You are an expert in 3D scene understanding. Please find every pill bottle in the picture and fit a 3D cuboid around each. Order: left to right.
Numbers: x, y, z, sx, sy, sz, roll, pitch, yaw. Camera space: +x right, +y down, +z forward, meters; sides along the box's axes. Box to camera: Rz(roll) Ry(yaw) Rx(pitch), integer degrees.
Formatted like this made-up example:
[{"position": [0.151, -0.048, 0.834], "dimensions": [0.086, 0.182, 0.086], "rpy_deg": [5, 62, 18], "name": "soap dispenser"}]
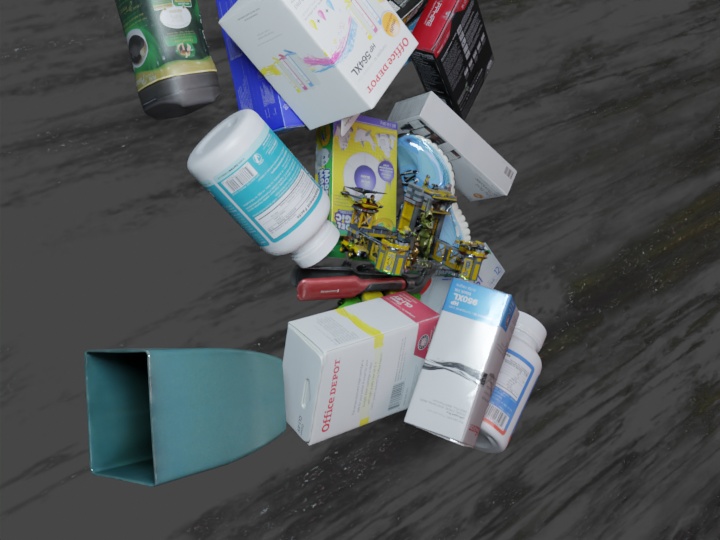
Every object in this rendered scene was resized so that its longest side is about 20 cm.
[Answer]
[{"position": [-0.114, -0.096, 1.143], "dimensions": [0.200, 0.111, 0.111], "rpy_deg": [49, 60, -25], "name": "pill bottle"}, {"position": [0.204, 0.162, 1.365], "dimensions": [0.112, 0.112, 0.200], "rpy_deg": [45, 62, -26], "name": "pill bottle"}]

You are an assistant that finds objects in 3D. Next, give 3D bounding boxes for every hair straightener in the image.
[{"position": [0.000, 0.000, 1.238], "dimensions": [0.200, 0.077, 0.041], "rpy_deg": [-7, 125, -18], "name": "hair straightener"}]

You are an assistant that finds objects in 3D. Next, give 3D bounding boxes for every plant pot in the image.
[{"position": [-0.190, 0.153, 1.050], "dimensions": [0.200, 0.141, 0.141], "rpy_deg": [-2, 88, -43], "name": "plant pot"}]

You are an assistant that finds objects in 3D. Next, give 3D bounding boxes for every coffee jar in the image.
[{"position": [-0.231, -0.282, 1.073], "dimensions": [0.085, 0.104, 0.200], "rpy_deg": [-17, 97, -34], "name": "coffee jar"}]

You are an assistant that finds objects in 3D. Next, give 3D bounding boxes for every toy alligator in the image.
[{"position": [-0.003, 0.047, 1.256], "dimensions": [0.200, 0.059, 0.054], "rpy_deg": [-16, 54, -36], "name": "toy alligator"}]

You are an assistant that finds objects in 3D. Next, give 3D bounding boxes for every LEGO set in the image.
[{"position": [0.077, -0.065, 1.202], "dimensions": [0.200, 0.154, 0.116], "rpy_deg": [6, 106, -29], "name": "LEGO set"}]

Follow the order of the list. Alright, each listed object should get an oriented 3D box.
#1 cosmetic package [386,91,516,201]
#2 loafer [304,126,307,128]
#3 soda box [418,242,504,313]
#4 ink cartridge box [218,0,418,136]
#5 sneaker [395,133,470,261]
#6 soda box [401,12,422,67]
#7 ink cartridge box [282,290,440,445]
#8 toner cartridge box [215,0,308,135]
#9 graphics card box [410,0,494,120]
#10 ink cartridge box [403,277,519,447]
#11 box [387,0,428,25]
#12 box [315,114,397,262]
[{"position": [0.137, -0.180, 1.360], "dimensions": [0.200, 0.083, 0.051], "rpy_deg": [37, 68, -29], "name": "cosmetic package"}, {"position": [-0.093, -0.284, 1.205], "dimensions": [0.071, 0.073, 0.200], "rpy_deg": [-4, 79, -34], "name": "loafer"}, {"position": [0.128, 0.049, 1.342], "dimensions": [0.063, 0.068, 0.200], "rpy_deg": [52, 60, -25], "name": "soda box"}, {"position": [-0.039, -0.274, 1.087], "dimensions": [0.200, 0.125, 0.129], "rpy_deg": [47, 59, -25], "name": "ink cartridge box"}, {"position": [0.091, -0.104, 1.323], "dimensions": [0.090, 0.078, 0.200], "rpy_deg": [-30, 103, -31], "name": "sneaker"}, {"position": [0.029, -0.315, 1.299], "dimensions": [0.200, 0.064, 0.068], "rpy_deg": [-42, 111, -33], "name": "soda box"}, {"position": [-0.003, 0.123, 1.193], "dimensions": [0.200, 0.083, 0.145], "rpy_deg": [-14, 125, -38], "name": "ink cartridge box"}, {"position": [-0.126, -0.273, 1.158], "dimensions": [0.043, 0.095, 0.200], "rpy_deg": [-15, 96, -37], "name": "toner cartridge box"}, {"position": [0.134, -0.316, 1.317], "dimensions": [0.126, 0.051, 0.200], "rpy_deg": [-64, 154, -12], "name": "graphics card box"}, {"position": [0.138, 0.126, 1.210], "dimensions": [0.145, 0.084, 0.200], "rpy_deg": [43, 66, -71], "name": "ink cartridge box"}, {"position": [0.005, -0.389, 1.228], "dimensions": [0.160, 0.049, 0.200], "rpy_deg": [36, 45, 1], "name": "box"}, {"position": [-0.006, -0.114, 1.267], "dimensions": [0.117, 0.048, 0.200], "rpy_deg": [4, 85, -37], "name": "box"}]
